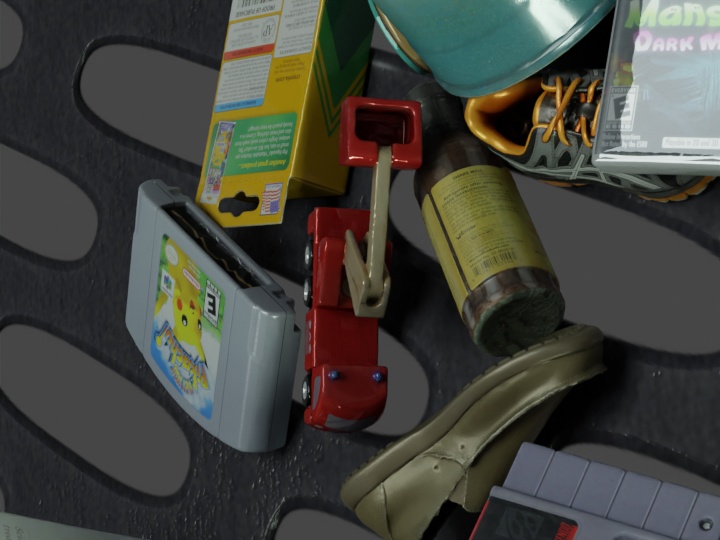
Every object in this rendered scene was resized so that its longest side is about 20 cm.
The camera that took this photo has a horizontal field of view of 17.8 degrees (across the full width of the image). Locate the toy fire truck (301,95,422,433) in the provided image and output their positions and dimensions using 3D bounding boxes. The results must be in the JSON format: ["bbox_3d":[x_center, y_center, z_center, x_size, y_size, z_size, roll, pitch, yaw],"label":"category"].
[{"bbox_3d":[0.000,0.000,1.465,0.141,0.049,0.201,145,127,-75],"label":"toy fire truck"}]

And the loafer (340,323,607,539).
[{"bbox_3d":[0.077,0.102,1.364,0.200,0.076,0.068,-39,82,30],"label":"loafer"}]

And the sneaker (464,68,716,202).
[{"bbox_3d":[0.140,-0.085,1.340,0.200,0.077,0.079,-5,71,52],"label":"sneaker"}]

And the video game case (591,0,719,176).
[{"bbox_3d":[0.226,-0.140,1.238,0.199,0.023,0.183,3,79,37],"label":"video game case"}]

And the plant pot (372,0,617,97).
[{"bbox_3d":[0.056,-0.239,1.364,0.200,0.188,0.200,-38,27,23],"label":"plant pot"}]

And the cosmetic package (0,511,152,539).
[{"bbox_3d":[-0.241,0.302,1.640,0.200,0.165,0.165,-50,42,30],"label":"cosmetic package"}]

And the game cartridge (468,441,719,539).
[{"bbox_3d":[0.099,0.190,1.173,0.129,0.038,0.200,16,63,23],"label":"game cartridge"}]

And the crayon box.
[{"bbox_3d":[-0.054,-0.122,1.647,0.126,0.051,0.201,-2,75,54],"label":"crayon box"}]

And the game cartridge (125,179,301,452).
[{"bbox_3d":[-0.110,0.038,1.631,0.200,0.040,0.134,42,137,45],"label":"game cartridge"}]

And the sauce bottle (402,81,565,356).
[{"bbox_3d":[0.070,-0.039,1.430,0.065,0.065,0.200,-49,42,32],"label":"sauce bottle"}]

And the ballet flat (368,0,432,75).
[{"bbox_3d":[0.027,-0.216,1.563,0.063,0.069,0.200,-41,46,19],"label":"ballet flat"}]
